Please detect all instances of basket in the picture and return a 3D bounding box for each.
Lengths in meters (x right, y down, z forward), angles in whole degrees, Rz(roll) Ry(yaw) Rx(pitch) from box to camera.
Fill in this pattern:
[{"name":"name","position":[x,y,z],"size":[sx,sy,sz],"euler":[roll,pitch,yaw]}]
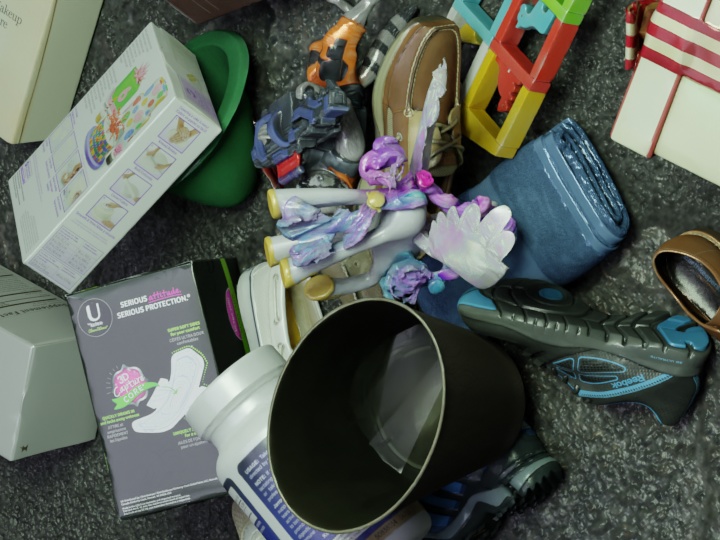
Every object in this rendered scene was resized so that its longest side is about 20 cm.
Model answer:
[{"name":"basket","position":[0.039,0.107,1.611],"size":[0.135,0.200,0.182],"euler":[31,103,23]}]

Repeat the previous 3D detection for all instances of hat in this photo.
[{"name":"hat","position":[-0.102,-0.087,1.866],"size":[0.165,0.176,0.201],"euler":[-27,42,36]}]

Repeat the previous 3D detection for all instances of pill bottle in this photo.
[{"name":"pill bottle","position":[-0.045,0.165,1.694],"size":[0.200,0.115,0.116],"euler":[50,123,10]}]

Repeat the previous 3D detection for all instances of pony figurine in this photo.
[{"name":"pony figurine","position":[0.032,-0.043,1.568],"size":[0.193,0.198,0.168],"euler":[100,157,-69]}]

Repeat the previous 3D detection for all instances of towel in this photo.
[{"name":"towel","position":[0.123,-0.024,1.685],"size":[0.200,0.048,0.112],"euler":[-36,75,35]}]

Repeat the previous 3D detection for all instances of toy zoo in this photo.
[{"name":"toy zoo","position":[0.112,-0.182,1.657],"size":[0.131,0.020,0.201],"euler":[53,127,44]}]

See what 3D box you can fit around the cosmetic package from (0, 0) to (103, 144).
[{"name":"cosmetic package","position":[-0.308,-0.232,1.966],"size":[0.103,0.073,0.202],"euler":[33,117,29]}]

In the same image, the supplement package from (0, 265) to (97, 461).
[{"name":"supplement package","position":[-0.351,0.081,2.018],"size":[0.199,0.119,0.122],"euler":[26,111,31]}]

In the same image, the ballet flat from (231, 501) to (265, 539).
[{"name":"ballet flat","position":[-0.055,0.264,1.859],"size":[0.200,0.062,0.068],"euler":[38,118,27]}]

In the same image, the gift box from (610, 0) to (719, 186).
[{"name":"gift box","position":[0.294,-0.162,1.456],"size":[0.186,0.184,0.202],"euler":[27,110,21]}]

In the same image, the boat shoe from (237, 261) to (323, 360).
[{"name":"boat shoe","position":[-0.048,0.084,1.823],"size":[0.069,0.071,0.202],"euler":[-22,77,40]}]

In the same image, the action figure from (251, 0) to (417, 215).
[{"name":"action figure","position":[-0.012,-0.137,1.689],"size":[0.200,0.104,0.196],"euler":[176,106,-70]}]

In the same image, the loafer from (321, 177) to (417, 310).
[{"name":"loafer","position":[0.000,0.000,1.760],"size":[0.067,0.076,0.202],"euler":[-15,77,15]}]

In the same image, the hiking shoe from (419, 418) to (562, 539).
[{"name":"hiking shoe","position":[0.079,0.187,1.747],"size":[0.199,0.074,0.087],"euler":[-38,67,25]}]

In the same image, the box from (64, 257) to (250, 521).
[{"name":"box","position":[-0.159,0.100,1.838],"size":[0.123,0.148,0.202],"euler":[-14,89,12]}]

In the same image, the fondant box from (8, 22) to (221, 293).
[{"name":"fondant box","position":[-0.214,-0.098,1.799],"size":[0.200,0.058,0.145],"euler":[-47,32,15]}]

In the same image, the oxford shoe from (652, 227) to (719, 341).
[{"name":"oxford shoe","position":[0.294,0.047,1.554],"size":[0.200,0.071,0.072],"euler":[40,117,24]}]

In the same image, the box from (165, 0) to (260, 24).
[{"name":"box","position":[-0.103,-0.331,1.698],"size":[0.199,0.164,0.167],"euler":[-14,54,37]}]

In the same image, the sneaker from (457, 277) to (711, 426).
[{"name":"sneaker","position":[0.167,0.065,1.624],"size":[0.198,0.073,0.083],"euler":[16,119,13]}]

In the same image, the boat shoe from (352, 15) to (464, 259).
[{"name":"boat shoe","position":[0.052,-0.101,1.658],"size":[0.074,0.075,0.202],"euler":[38,130,40]}]
